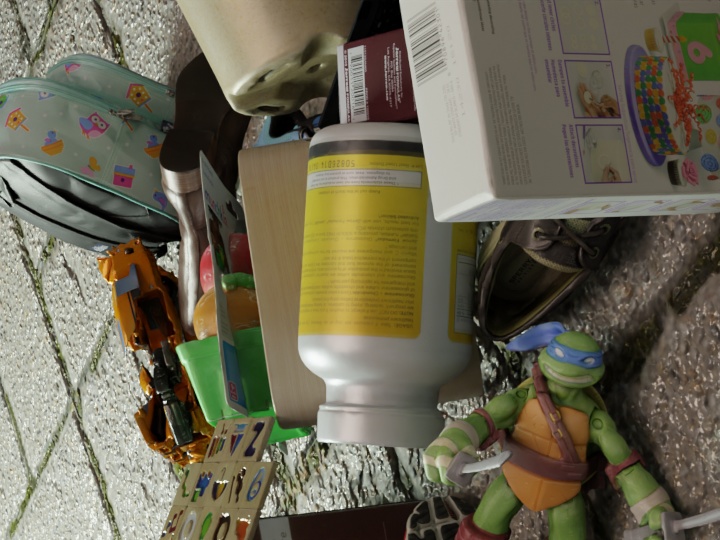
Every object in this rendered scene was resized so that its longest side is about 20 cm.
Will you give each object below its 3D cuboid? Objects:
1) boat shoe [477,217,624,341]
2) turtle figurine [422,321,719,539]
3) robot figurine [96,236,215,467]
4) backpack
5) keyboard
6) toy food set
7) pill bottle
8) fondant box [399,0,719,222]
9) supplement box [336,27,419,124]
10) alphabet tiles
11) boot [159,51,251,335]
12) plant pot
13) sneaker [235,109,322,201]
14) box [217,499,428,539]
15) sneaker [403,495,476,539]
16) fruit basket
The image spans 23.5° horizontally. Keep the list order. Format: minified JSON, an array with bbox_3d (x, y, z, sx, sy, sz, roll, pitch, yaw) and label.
[{"bbox_3d":[0.123,-0.025,1.033,0.200,0.073,0.065,115,171,-51],"label":"boat shoe"},{"bbox_3d":[0.107,0.147,1.019,0.200,0.144,0.194,52,138,49],"label":"turtle figurine"},{"bbox_3d":[-0.167,0.080,1.481,0.145,0.058,0.200,55,-164,-67],"label":"robot figurine"},{"bbox_3d":[-0.239,-0.102,1.513,0.176,0.200,0.154,-11,67,60],"label":"backpack"},{"bbox_3d":[0.041,-0.176,1.154,0.040,0.104,0.200,39,128,22],"label":"keyboard"},{"bbox_3d":[0.000,0.000,1.193,0.060,0.143,0.200,63,-162,-84],"label":"toy food set"},{"bbox_3d":[0.017,0.011,1.104,0.112,0.112,0.200,-5,80,59],"label":"pill bottle"},{"bbox_3d":[0.124,-0.103,0.915,0.058,0.200,0.145,-24,72,58],"label":"fondant box"},{"bbox_3d":[0.081,-0.123,1.073,0.200,0.109,0.061,-3,90,58],"label":"supplement box"},{"bbox_3d":[-0.111,0.195,1.183,0.166,0.006,0.200,-14,53,63],"label":"alphabet tiles"},{"bbox_3d":[-0.117,-0.067,1.445,0.200,0.064,0.187,84,-158,-45],"label":"boot"},{"bbox_3d":[-0.058,-0.219,1.235,0.200,0.200,0.184,-37,71,54],"label":"plant pot"},{"bbox_3d":[-0.033,-0.072,1.296,0.200,0.078,0.090,36,119,52],"label":"sneaker"},{"bbox_3d":[-0.048,0.269,1.257,0.200,0.164,0.166,-29,67,55],"label":"box"},{"bbox_3d":[0.067,0.251,1.159,0.085,0.077,0.200,-52,49,54],"label":"sneaker"},{"bbox_3d":[-0.083,0.029,1.334,0.185,0.094,0.200,62,-156,-69],"label":"fruit basket"}]
